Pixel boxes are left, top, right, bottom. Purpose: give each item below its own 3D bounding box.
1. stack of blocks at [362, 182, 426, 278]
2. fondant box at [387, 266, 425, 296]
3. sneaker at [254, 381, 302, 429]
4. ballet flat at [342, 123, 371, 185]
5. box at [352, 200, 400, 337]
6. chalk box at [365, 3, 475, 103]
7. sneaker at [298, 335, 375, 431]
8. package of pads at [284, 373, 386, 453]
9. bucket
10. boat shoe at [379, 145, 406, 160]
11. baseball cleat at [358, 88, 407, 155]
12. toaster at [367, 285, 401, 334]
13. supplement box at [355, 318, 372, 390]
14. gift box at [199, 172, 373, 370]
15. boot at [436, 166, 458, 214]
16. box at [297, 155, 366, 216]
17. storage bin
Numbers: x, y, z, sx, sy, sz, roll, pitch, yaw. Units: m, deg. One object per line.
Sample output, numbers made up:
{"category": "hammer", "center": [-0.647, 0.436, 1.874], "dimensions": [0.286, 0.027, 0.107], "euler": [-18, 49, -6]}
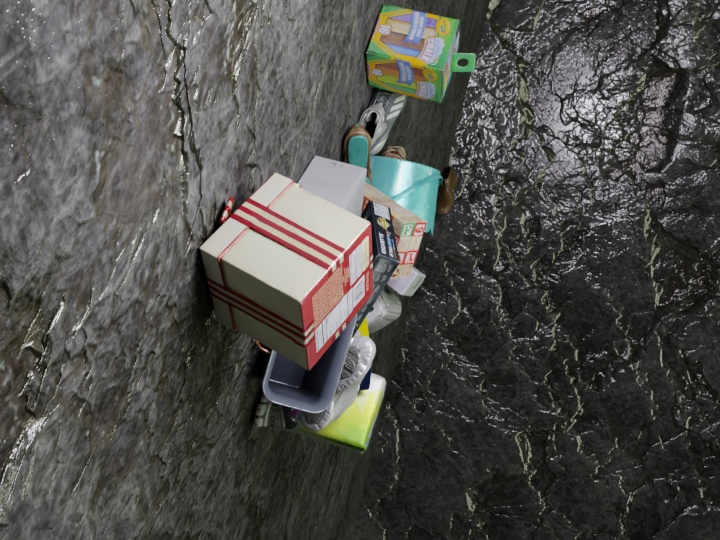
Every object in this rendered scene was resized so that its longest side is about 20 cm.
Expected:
{"category": "stack of blocks", "center": [0.025, -0.081, 1.802], "dimensions": [0.059, 0.200, 0.115], "euler": [-5, 121, -41]}
{"category": "fondant box", "center": [0.032, -0.029, 1.946], "dimensions": [0.058, 0.200, 0.144], "euler": [-54, 171, 4]}
{"category": "sneaker", "center": [-0.123, 0.204, 1.758], "dimensions": [0.074, 0.087, 0.200], "euler": [103, 7, -68]}
{"category": "ballet flat", "center": [-0.011, -0.204, 1.887], "dimensions": [0.072, 0.068, 0.200], "euler": [-94, -176, -49]}
{"category": "box", "center": [0.000, 0.000, 1.708], "dimensions": [0.159, 0.046, 0.200], "euler": [-97, -149, -50]}
{"category": "chalk box", "center": [0.123, -0.416, 1.864], "dimensions": [0.124, 0.200, 0.124], "euler": [81, 26, -67]}
{"category": "sneaker", "center": [-0.031, 0.195, 1.714], "dimensions": [0.200, 0.078, 0.099], "euler": [-55, 158, 18]}
{"category": "package of pads", "center": [-0.062, 0.253, 1.867], "dimensions": [0.068, 0.200, 0.155], "euler": [98, 10, -67]}
{"category": "bucket", "center": [0.071, -0.158, 2.007], "dimensions": [0.207, 0.207, 0.135], "euler": [5, 96, -80]}
{"category": "boat shoe", "center": [0.072, -0.257, 2.231], "dimensions": [0.200, 0.076, 0.072], "euler": [92, 10, -88]}
{"category": "baseball cleat", "center": [0.048, -0.335, 1.957], "dimensions": [0.106, 0.070, 0.200], "euler": [65, 41, -76]}
{"category": "toaster", "center": [-0.015, 0.081, 2.013], "dimensions": [0.129, 0.200, 0.114], "euler": [30, 36, -76]}
{"category": "supplement box", "center": [-0.044, 0.120, 1.828], "dimensions": [0.109, 0.109, 0.200], "euler": [94, -9, -52]}
{"category": "gift box", "center": [-0.095, -0.007, 1.296], "dimensions": [0.200, 0.187, 0.185], "euler": [-48, 154, -35]}
{"category": "boot", "center": [0.314, -0.301, 3.587], "dimensions": [0.075, 0.073, 0.200], "euler": [60, 39, -51]}
{"category": "box", "center": [-0.068, -0.083, 1.608], "dimensions": [0.200, 0.097, 0.125], "euler": [-64, 166, -50]}
{"category": "storage bin", "center": [-0.112, 0.129, 1.647], "dimensions": [0.134, 0.145, 0.200], "euler": [-178, -75, -72]}
